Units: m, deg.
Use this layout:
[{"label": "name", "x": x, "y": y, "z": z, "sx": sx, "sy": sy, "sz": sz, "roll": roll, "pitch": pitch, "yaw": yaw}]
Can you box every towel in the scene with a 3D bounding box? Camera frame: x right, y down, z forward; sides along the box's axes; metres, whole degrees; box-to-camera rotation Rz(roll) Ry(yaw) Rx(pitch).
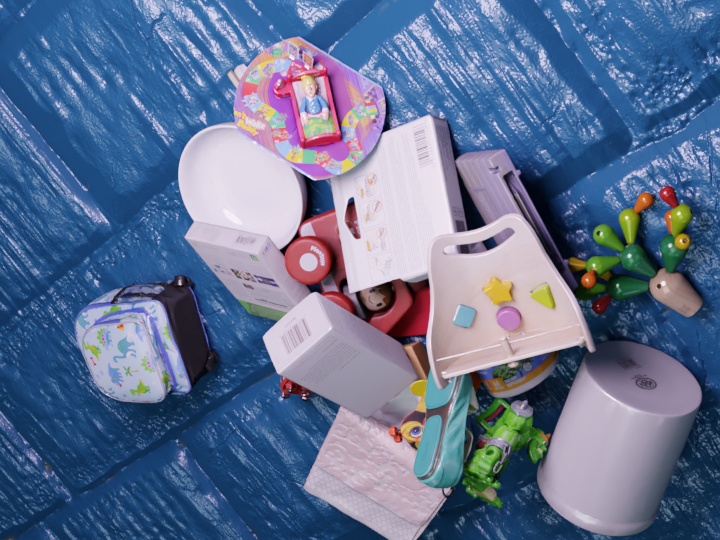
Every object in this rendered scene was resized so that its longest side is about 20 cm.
[{"label": "towel", "x": 0.026, "y": 0.311, "z": 1.652, "sx": 0.200, "sy": 0.032, "sz": 0.191, "roll": 31, "pitch": 127, "yaw": 7}]

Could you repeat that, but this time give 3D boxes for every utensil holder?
[{"label": "utensil holder", "x": 0.341, "y": 0.219, "z": 1.460, "sx": 0.170, "sy": 0.170, "sz": 0.200, "roll": 22, "pitch": 123, "yaw": 14}]

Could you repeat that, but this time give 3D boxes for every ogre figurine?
[{"label": "ogre figurine", "x": 0.187, "y": 0.239, "z": 1.485, "sx": 0.098, "sy": 0.120, "sz": 0.200, "roll": 26, "pitch": 161, "yaw": 32}]

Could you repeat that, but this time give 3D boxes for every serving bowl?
[{"label": "serving bowl", "x": -0.159, "y": -0.123, "z": 1.587, "sx": 0.200, "sy": 0.066, "sz": 0.201, "roll": 12, "pitch": 121, "yaw": 21}]

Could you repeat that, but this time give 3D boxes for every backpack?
[{"label": "backpack", "x": -0.358, "y": 0.116, "z": 1.769, "sx": 0.199, "sy": 0.147, "sz": 0.184, "roll": -4, "pitch": 112, "yaw": 31}]

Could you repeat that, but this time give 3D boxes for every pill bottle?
[{"label": "pill bottle", "x": 0.174, "y": 0.061, "z": 1.492, "sx": 0.112, "sy": 0.112, "sz": 0.200, "roll": -24, "pitch": 104, "yaw": 34}]

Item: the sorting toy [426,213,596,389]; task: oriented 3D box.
[{"label": "sorting toy", "x": 0.167, "y": 0.027, "z": 1.361, "sx": 0.199, "sy": 0.107, "sz": 0.181, "roll": -16, "pitch": 107, "yaw": 16}]

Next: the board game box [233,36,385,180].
[{"label": "board game box", "x": -0.068, "y": -0.216, "z": 1.442, "sx": 0.200, "sy": 0.158, "sz": 0.039, "roll": 32, "pitch": 169, "yaw": 6}]

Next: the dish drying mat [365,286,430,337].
[{"label": "dish drying mat", "x": 0.027, "y": 0.064, "z": 1.626, "sx": 0.199, "sy": 0.018, "sz": 0.077, "roll": -6, "pitch": 112, "yaw": 29}]

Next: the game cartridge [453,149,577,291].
[{"label": "game cartridge", "x": 0.197, "y": -0.063, "z": 1.417, "sx": 0.038, "sy": 0.130, "sz": 0.200, "roll": -32, "pitch": 102, "yaw": -8}]

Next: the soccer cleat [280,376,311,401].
[{"label": "soccer cleat", "x": -0.081, "y": 0.124, "z": 1.641, "sx": 0.068, "sy": 0.085, "sz": 0.200, "roll": 7, "pitch": 151, "yaw": -10}]

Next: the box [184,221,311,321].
[{"label": "box", "x": -0.148, "y": 0.010, "z": 1.601, "sx": 0.144, "sy": 0.036, "sz": 0.200, "roll": 13, "pitch": 150, "yaw": 35}]

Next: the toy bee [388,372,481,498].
[{"label": "toy bee", "x": 0.094, "y": 0.203, "z": 1.527, "sx": 0.108, "sy": 0.200, "sz": 0.131, "roll": -1, "pitch": 121, "yaw": 30}]

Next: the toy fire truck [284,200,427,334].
[{"label": "toy fire truck", "x": 0.000, "y": 0.000, "z": 1.549, "sx": 0.168, "sy": 0.112, "sz": 0.201, "roll": -21, "pitch": 96, "yaw": 14}]

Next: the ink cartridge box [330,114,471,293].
[{"label": "ink cartridge box", "x": 0.050, "y": -0.082, "z": 1.463, "sx": 0.173, "sy": 0.043, "sz": 0.201, "roll": -17, "pitch": 77, "yaw": 35}]

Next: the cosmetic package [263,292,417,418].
[{"label": "cosmetic package", "x": -0.024, "y": 0.117, "z": 1.490, "sx": 0.102, "sy": 0.074, "sz": 0.200, "roll": -39, "pitch": 139, "yaw": 15}]

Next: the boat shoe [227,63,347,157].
[{"label": "boat shoe", "x": -0.094, "y": -0.218, "z": 1.506, "sx": 0.200, "sy": 0.075, "sz": 0.068, "roll": 44, "pitch": 96, "yaw": 12}]

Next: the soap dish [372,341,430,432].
[{"label": "soap dish", "x": 0.057, "y": 0.203, "z": 1.647, "sx": 0.157, "sy": 0.081, "sz": 0.200, "roll": -16, "pitch": 108, "yaw": 33}]

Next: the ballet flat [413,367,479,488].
[{"label": "ballet flat", "x": 0.119, "y": 0.192, "z": 1.454, "sx": 0.070, "sy": 0.201, "sz": 0.067, "roll": 30, "pitch": 150, "yaw": -30}]

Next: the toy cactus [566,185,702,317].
[{"label": "toy cactus", "x": 0.360, "y": -0.001, "z": 1.387, "sx": 0.165, "sy": 0.102, "sz": 0.200, "roll": 38, "pitch": 118, "yaw": -9}]
